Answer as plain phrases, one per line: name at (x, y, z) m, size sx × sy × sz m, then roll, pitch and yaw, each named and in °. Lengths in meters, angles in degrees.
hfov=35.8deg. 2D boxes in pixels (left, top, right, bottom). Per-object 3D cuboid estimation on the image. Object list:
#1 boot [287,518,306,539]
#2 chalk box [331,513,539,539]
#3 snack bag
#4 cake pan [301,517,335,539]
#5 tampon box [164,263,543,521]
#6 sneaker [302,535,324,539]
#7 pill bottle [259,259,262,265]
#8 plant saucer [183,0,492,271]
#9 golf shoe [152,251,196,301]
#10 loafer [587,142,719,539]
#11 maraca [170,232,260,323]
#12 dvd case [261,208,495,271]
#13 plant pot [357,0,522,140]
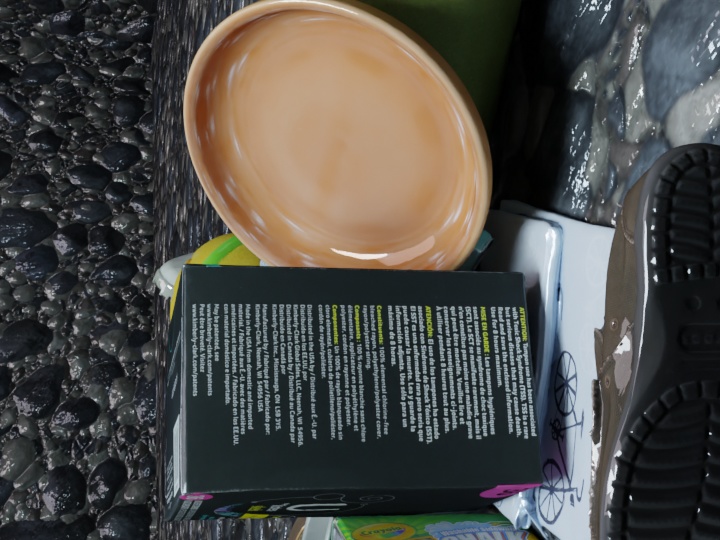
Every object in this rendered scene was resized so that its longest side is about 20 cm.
boot at (-0.048, 0.326, 1.074) m, size 0.076 × 0.073 × 0.201 m, roll -126°, pitch 43°, yaw -50°
chalk box at (0.050, 0.219, 0.646) m, size 0.200 × 0.123 × 0.126 m, roll -139°, pitch 52°, yaw -71°
snack bag at (0.107, 0.061, 0.649) m, size 0.200 × 0.021 × 0.190 m, roll -150°, pitch 64°, yaw -72°
cake pan at (-0.017, 0.195, 0.815) m, size 0.200 × 0.036 × 0.202 m, roll -166°, pitch 90°, yaw -86°
tampon box at (-0.013, 0.079, 0.667) m, size 0.150 × 0.198 × 0.127 m, roll 124°, pitch 145°, yaw -68°
sneaker at (-0.021, 0.308, 0.912) m, size 0.078 × 0.098 × 0.202 m, roll 129°, pitch 141°, yaw -65°
pill bottle at (-0.031, -0.039, 0.964) m, size 0.114 × 0.113 × 0.202 m, roll 121°, pitch 151°, yaw -59°
plant saucer at (-0.012, -0.073, 0.668) m, size 0.038 × 0.199 × 0.201 m, roll -54°, pitch -14°, yaw -46°
golf shoe at (-0.111, -0.021, 1.112) m, size 0.078 × 0.199 × 0.098 m, roll 45°, pitch 133°, yaw 39°
loafer at (0.137, 0.049, 0.484) m, size 0.071 × 0.072 × 0.202 m, roll -169°, pitch 86°, yaw -84°
maraca at (-0.115, 0.049, 1.034) m, size 0.107 × 0.137 × 0.201 m, roll 33°, pitch 143°, yaw 30°
dvd case at (0.000, 0.000, 0.786) m, size 0.022 × 0.145 × 0.200 m, roll -56°, pitch -7°, yaw -32°
plant pot at (0.028, -0.166, 0.718) m, size 0.201 × 0.198 × 0.191 m, roll -111°, pitch 16°, yaw -54°
